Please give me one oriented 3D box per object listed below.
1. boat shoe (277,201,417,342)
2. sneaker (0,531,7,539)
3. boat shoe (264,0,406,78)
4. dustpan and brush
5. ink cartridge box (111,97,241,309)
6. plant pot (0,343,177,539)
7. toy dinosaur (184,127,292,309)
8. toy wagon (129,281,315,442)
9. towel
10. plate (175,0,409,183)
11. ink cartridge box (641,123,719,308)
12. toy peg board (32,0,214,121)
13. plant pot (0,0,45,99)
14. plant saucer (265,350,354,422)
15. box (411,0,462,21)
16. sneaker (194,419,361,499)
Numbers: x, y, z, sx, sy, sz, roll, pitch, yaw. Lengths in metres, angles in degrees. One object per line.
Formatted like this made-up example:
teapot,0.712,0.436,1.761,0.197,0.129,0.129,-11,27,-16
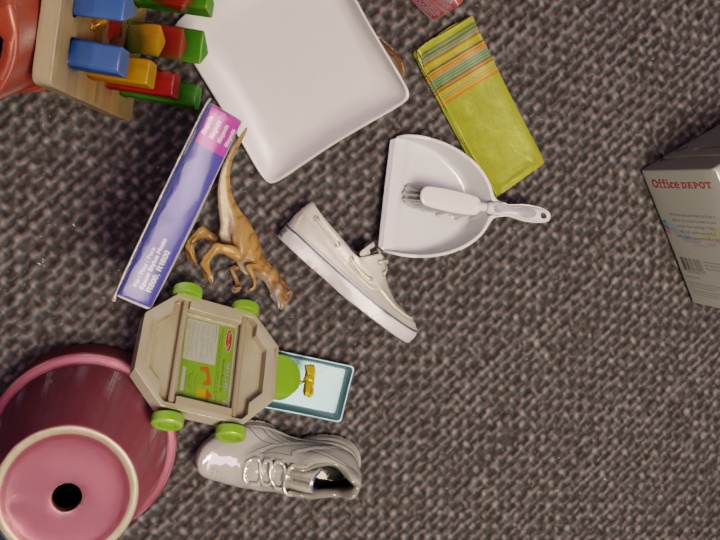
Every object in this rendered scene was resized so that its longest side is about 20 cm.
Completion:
boat shoe,0.000,0.000,0.869,0.200,0.071,0.070,41,89,-8
sneaker,-0.407,0.362,0.804,0.074,0.078,0.203,-6,98,-14
boat shoe,-0.039,-0.256,0.829,0.199,0.068,0.072,38,123,0
dustpan and brush,0.128,-0.077,0.889,0.197,0.057,0.142,8,87,-22
ink cartridge box,-0.177,-0.064,0.747,0.043,0.200,0.198,26,91,-15
plant pot,-0.283,0.190,0.763,0.197,0.179,0.203,-2,97,-14
toy dinosaur,-0.142,-0.043,0.841,0.106,0.060,0.202,-31,113,-23
toy wagon,-0.143,0.104,0.814,0.198,0.040,0.157,18,56,-25
towel,0.145,-0.194,0.905,0.086,0.018,0.201,-33,103,-7
plate,-0.072,-0.222,0.796,0.198,0.032,0.201,-27,101,27
ink cartridge box,0.476,-0.070,0.936,0.143,0.145,0.202,-30,103,-9
toy peg board,-0.203,-0.249,0.705,0.096,0.199,0.203,8,93,1
plant pot,-0.339,-0.232,0.658,0.197,0.196,0.203,-2,117,-4
plant saucer,-0.109,0.124,0.881,0.197,0.019,0.071,14,93,-16
box,0.052,-0.382,0.818,0.199,0.095,0.100,40,87,-15
sneaker,-0.088,0.220,0.862,0.197,0.087,0.076,5,98,-13
